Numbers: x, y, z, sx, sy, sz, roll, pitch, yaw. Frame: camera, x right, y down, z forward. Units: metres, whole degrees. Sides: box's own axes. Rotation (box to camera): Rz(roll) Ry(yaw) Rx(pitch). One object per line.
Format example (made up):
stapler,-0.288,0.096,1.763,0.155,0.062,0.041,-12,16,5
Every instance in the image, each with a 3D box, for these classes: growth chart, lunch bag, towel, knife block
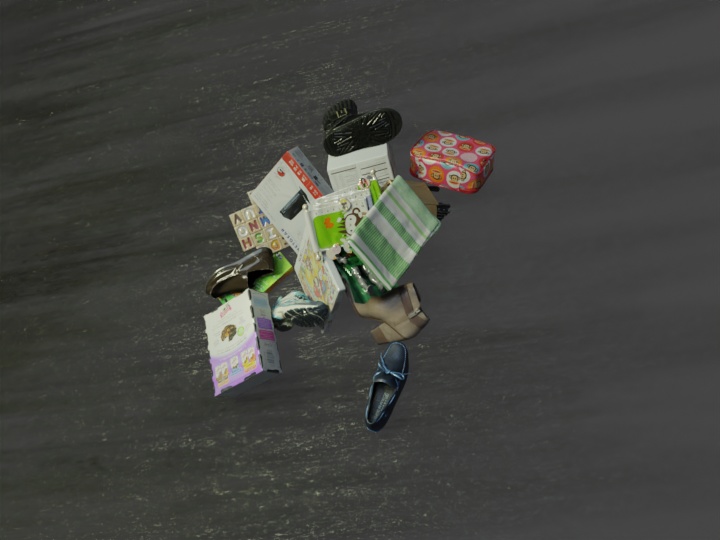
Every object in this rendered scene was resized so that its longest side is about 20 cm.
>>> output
growth chart,-0.031,-0.114,1.242,0.196,0.018,0.148,-23,94,8
lunch bag,0.234,-0.283,1.414,0.196,0.083,0.177,22,49,22
towel,0.074,-0.080,1.215,0.153,0.023,0.201,45,70,-15
knife block,0.128,-0.174,1.345,0.064,0.198,0.178,-42,23,32

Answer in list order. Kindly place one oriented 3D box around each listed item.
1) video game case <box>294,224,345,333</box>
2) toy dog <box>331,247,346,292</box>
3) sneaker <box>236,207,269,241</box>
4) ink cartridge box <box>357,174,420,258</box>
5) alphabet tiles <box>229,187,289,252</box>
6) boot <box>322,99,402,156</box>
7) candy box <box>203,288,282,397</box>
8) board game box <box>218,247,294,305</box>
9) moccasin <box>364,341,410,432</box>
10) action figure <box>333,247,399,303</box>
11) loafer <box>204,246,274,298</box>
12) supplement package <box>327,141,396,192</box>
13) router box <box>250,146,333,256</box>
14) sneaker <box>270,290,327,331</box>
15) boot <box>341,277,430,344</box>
video game case,-0.101,0.017,1.341,0.022,0.184,0.203,-12,58,-26
toy dog,0.000,0.000,1.379,0.196,0.096,0.135,8,72,34
sneaker,-0.252,-0.157,1.499,0.198,0.071,0.099,-34,91,-3
ink cartridge box,0.057,-0.114,1.322,0.066,0.200,0.116,-40,12,32
alphabet tiles,-0.230,-0.135,1.462,0.196,0.008,0.171,-24,93,-6
boot,-0.001,-0.369,1.396,0.206,0.081,0.160,-13,36,9
candy box,-0.280,0.172,1.335,0.166,0.071,0.205,-28,64,28
board game box,-0.273,0.029,1.460,0.199,0.030,0.096,-41,62,-8
moccasin,0.063,0.253,1.244,0.078,0.068,0.205,10,72,15
action figure,-0.012,-0.013,1.281,0.116,0.056,0.200,-14,41,-29
loafer,-0.300,0.017,1.417,0.197,0.073,0.072,-32,66,5
supplement package,0.007,-0.269,1.426,0.152,0.113,0.202,-12,36,9
router box,-0.152,-0.165,1.390,0.201,0.049,0.179,50,127,-2
sneaker,-0.150,0.083,1.343,0.197,0.077,0.088,-11,49,42
boot,0.063,0.071,1.293,0.144,0.070,0.202,-31,97,18
